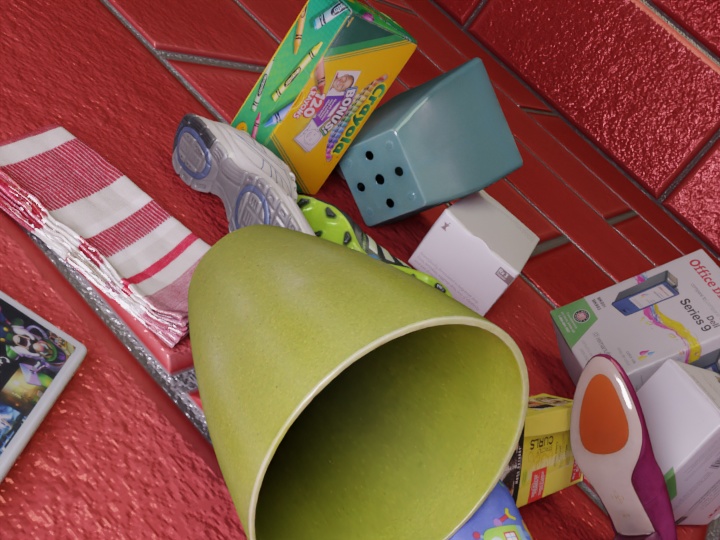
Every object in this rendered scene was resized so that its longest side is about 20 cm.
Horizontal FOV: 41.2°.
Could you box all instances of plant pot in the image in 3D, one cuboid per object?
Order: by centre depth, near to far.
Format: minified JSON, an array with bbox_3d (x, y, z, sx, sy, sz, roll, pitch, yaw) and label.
[{"bbox_3d":[-0.027,0.058,0.600,0.185,0.189,0.200,18,18,-42],"label":"plant pot"},{"bbox_3d":[0.070,-0.135,1.121,0.199,0.140,0.143,-38,105,-50],"label":"plant pot"}]

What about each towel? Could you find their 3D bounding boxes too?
[{"bbox_3d":[-0.183,-0.036,0.714,0.199,0.023,0.144,39,20,-1],"label":"towel"}]

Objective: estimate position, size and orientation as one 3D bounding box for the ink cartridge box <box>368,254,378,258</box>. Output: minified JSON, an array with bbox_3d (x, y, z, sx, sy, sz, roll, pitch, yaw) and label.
[{"bbox_3d":[0.021,0.076,0.764,0.201,0.068,0.115,51,24,26],"label":"ink cartridge box"}]

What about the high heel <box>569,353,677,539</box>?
[{"bbox_3d":[0.230,0.163,0.824,0.095,0.066,0.205,-19,104,-53],"label":"high heel"}]

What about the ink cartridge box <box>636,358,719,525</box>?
[{"bbox_3d":[0.332,0.179,0.968,0.198,0.147,0.085,16,29,-47],"label":"ink cartridge box"}]

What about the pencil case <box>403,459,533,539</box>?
[{"bbox_3d":[0.095,0.212,0.599,0.085,0.079,0.201,-10,46,-25],"label":"pencil case"}]

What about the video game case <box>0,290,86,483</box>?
[{"bbox_3d":[-0.242,0.042,0.462,0.180,0.023,0.201,35,21,-11],"label":"video game case"}]

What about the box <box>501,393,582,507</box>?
[{"bbox_3d":[0.128,0.147,0.778,0.049,0.077,0.199,7,1,32],"label":"box"}]

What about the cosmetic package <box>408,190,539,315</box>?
[{"bbox_3d":[0.141,-0.025,1.149,0.113,0.082,0.200,41,22,7],"label":"cosmetic package"}]

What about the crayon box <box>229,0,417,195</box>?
[{"bbox_3d":[-0.044,-0.178,0.976,0.058,0.201,0.118,48,23,28],"label":"crayon box"}]

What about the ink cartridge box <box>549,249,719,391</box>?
[{"bbox_3d":[0.333,0.079,1.080,0.146,0.196,0.089,-108,177,-55],"label":"ink cartridge box"}]

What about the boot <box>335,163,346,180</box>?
[{"bbox_3d":[-0.039,-0.185,1.208,0.174,0.069,0.200,45,25,0],"label":"boot"}]

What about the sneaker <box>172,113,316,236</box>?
[{"bbox_3d":[-0.086,-0.071,0.852,0.086,0.075,0.201,-8,51,-47],"label":"sneaker"}]

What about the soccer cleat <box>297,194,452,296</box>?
[{"bbox_3d":[0.000,0.000,0.901,0.198,0.068,0.081,33,-11,9],"label":"soccer cleat"}]
